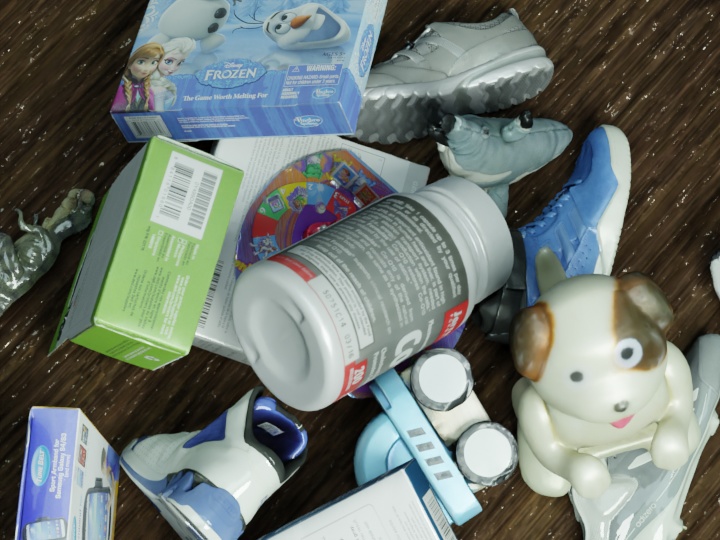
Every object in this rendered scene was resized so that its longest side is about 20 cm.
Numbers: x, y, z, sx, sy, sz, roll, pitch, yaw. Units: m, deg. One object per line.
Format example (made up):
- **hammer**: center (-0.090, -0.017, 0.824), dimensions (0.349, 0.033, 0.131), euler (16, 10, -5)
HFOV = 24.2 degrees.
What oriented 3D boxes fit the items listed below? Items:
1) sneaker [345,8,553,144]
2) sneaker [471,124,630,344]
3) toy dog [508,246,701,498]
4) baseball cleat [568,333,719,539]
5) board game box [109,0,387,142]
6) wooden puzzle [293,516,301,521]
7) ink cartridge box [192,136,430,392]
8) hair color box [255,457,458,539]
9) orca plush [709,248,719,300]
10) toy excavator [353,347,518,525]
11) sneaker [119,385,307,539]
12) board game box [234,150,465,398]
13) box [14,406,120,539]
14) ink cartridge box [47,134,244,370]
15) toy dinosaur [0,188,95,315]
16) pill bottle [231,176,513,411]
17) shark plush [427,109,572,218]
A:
- **sneaker**: center (0.056, -0.164, 1.397), dimensions (0.198, 0.075, 0.082), euler (-14, 64, -15)
- **sneaker**: center (0.146, -0.032, 1.344), dimensions (0.110, 0.077, 0.202), euler (14, 79, -6)
- **toy dog**: center (0.171, 0.063, 1.190), dimensions (0.138, 0.200, 0.196), euler (-8, 77, 5)
- **baseball cleat**: center (0.220, 0.131, 1.298), dimensions (0.106, 0.070, 0.201), euler (19, 73, 4)
- **board game box**: center (-0.082, -0.196, 1.355), dimensions (0.198, 0.043, 0.200), euler (-1, 54, 20)
- **wooden puzzle**: center (0.015, 0.297, 1.223), dimensions (0.199, 0.037, 0.186), euler (18, 95, 6)
- **ink cartridge box**: center (-0.053, -0.018, 1.357), dimensions (0.175, 0.045, 0.201), euler (20, 73, -12)
- **hair color box**: center (-0.028, 0.223, 1.185), dimensions (0.199, 0.061, 0.101), euler (-28, 87, 10)
- **orca plush**: center (0.364, 0.044, 1.327), dimensions (0.199, 0.106, 0.071), euler (36, 45, 13)
- **toy excavator**: center (0.031, 0.180, 1.275), dimensions (0.199, 0.100, 0.195), euler (-32, 87, -1)
- **sneaker**: center (-0.098, 0.144, 1.235), dimensions (0.115, 0.199, 0.081), euler (-41, 106, -15)
- **board game box**: center (0.000, 0.000, 1.323), dimensions (0.200, 0.039, 0.158), euler (41, 70, -5)
- **box**: center (-0.211, 0.173, 1.215), dimensions (0.041, 0.200, 0.120), euler (2, 73, 0)
- **ink cartridge box**: center (-0.169, -0.003, 1.288), dimensions (0.075, 0.200, 0.149), euler (21, 74, -15)
- **toy dinosaur**: center (-0.297, -0.002, 1.352), dimensions (0.088, 0.047, 0.201), euler (34, 79, 3)
- **pill bottle**: center (0.014, 0.012, 1.237), dimensions (0.199, 0.114, 0.114), euler (-28, 73, -34)
- **shark plush**: center (0.101, -0.112, 1.317), dimensions (0.083, 0.200, 0.091), euler (-22, 66, 20)
